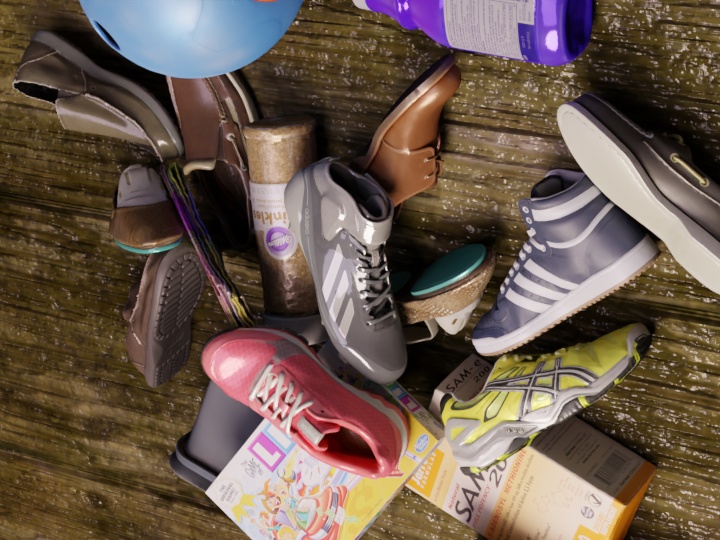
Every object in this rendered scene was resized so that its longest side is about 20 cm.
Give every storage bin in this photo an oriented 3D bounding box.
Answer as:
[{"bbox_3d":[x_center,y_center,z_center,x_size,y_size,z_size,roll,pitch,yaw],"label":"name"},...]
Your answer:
[{"bbox_3d":[-0.074,0.157,1.827,0.199,0.145,0.135,27,119,21],"label":"storage bin"}]

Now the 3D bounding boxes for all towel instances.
[{"bbox_3d":[-0.126,0.004,1.736,0.201,0.023,0.144,61,176,45],"label":"towel"}]

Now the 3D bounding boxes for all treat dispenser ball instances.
[{"bbox_3d":[-0.140,-0.260,1.570,0.200,0.201,0.202,18,125,27],"label":"treat dispenser ball"}]

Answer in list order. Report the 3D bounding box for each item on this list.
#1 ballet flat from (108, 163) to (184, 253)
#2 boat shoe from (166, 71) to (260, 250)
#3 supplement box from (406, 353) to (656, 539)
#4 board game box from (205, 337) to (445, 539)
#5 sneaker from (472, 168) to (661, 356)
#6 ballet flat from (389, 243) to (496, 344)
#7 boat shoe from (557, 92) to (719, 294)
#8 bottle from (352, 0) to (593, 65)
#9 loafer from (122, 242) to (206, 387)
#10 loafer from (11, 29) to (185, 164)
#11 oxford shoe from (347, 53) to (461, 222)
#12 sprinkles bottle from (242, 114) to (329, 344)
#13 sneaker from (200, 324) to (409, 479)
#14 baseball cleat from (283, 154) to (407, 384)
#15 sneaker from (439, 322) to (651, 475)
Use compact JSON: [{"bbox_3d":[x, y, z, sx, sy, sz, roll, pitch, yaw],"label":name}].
[{"bbox_3d":[-0.204,-0.062,1.779,0.067,0.200,0.073,-8,98,-8],"label":"ballet flat"},{"bbox_3d":[-0.129,-0.113,1.737,0.074,0.075,0.203,-18,105,41],"label":"boat shoe"},{"bbox_3d":[0.149,0.185,1.714,0.199,0.073,0.127,31,130,18],"label":"supplement box"},{"bbox_3d":[-0.032,0.174,1.721,0.134,0.034,0.200,42,110,11],"label":"board game box"},{"bbox_3d":[0.148,-0.011,1.600,0.200,0.070,0.109,-33,97,39],"label":"sneaker"},{"bbox_3d":[0.061,0.027,1.695,0.199,0.071,0.065,-16,116,50],"label":"ballet flat"},{"bbox_3d":[0.240,-0.070,1.505,0.202,0.060,0.072,45,163,6],"label":"boat shoe"},{"bbox_3d":[0.087,-0.218,1.523,0.199,0.065,0.084,14,123,30],"label":"bottle"},{"bbox_3d":[-0.205,0.037,1.872,0.071,0.073,0.201,38,141,18],"label":"loafer"},{"bbox_3d":[-0.248,-0.150,1.792,0.199,0.070,0.075,33,163,24],"label":"loafer"},{"bbox_3d":[0.048,-0.111,1.620,0.071,0.071,0.200,39,144,4],"label":"oxford shoe"},{"bbox_3d":[-0.063,-0.036,1.714,0.068,0.068,0.202,3,105,35],"label":"sprinkles bottle"},{"bbox_3d":[-0.046,0.113,1.628,0.199,0.087,0.074,29,108,-4],"label":"sneaker"},{"bbox_3d":[0.000,0.000,1.631,0.106,0.070,0.201,-24,95,51],"label":"baseball cleat"},{"bbox_3d":[0.154,0.095,1.616,0.199,0.075,0.077,-33,81,9],"label":"sneaker"}]
